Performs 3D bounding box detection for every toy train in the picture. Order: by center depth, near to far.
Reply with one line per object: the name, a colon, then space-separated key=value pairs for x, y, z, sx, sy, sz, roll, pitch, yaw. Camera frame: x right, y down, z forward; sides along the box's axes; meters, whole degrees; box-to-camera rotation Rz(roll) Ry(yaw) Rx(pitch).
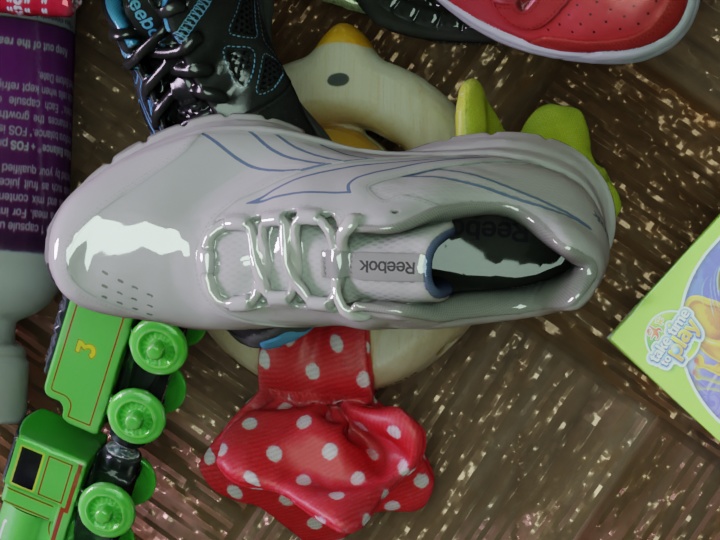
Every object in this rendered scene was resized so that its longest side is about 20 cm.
toy train: x=-0.109 y=0.087 z=1.102 sx=0.056 sy=0.042 sz=0.201 roll=22 pitch=113 yaw=4

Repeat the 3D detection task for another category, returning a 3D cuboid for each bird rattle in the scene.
bird rattle: x=0.000 y=0.000 z=1.118 sx=0.200 sy=0.113 sz=0.163 roll=-47 pitch=72 yaw=15

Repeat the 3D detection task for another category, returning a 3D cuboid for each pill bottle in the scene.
pill bottle: x=-0.165 y=-0.043 z=1.109 sx=0.112 sy=0.112 sz=0.201 roll=1 pitch=87 yaw=6

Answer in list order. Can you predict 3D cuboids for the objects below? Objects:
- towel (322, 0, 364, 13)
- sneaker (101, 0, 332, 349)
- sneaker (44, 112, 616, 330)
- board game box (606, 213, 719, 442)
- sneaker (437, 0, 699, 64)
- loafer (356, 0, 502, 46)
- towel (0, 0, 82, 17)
towel: x=-0.019 y=-0.210 z=1.139 sx=0.148 sy=0.036 sz=0.201 roll=21 pitch=91 yaw=7
sneaker: x=-0.062 y=-0.068 z=1.066 sx=0.073 sy=0.082 sz=0.201 roll=-22 pitch=73 yaw=27
sneaker: x=-0.009 y=-0.013 z=0.992 sx=0.199 sy=0.087 sz=0.075 roll=-5 pitch=104 yaw=-1
board game box: x=0.209 y=-0.002 z=1.102 sx=0.134 sy=0.045 sz=0.200 roll=42 pitch=92 yaw=6
sneaker: x=0.025 y=-0.140 z=1.019 sx=0.200 sy=0.112 sz=0.071 roll=30 pitch=88 yaw=14
loafer: x=0.094 y=-0.120 z=1.104 sx=0.199 sy=0.071 sz=0.073 roll=-7 pitch=80 yaw=1
towel: x=-0.181 y=-0.170 z=1.060 sx=0.199 sy=0.022 sz=0.145 roll=9 pitch=75 yaw=14
